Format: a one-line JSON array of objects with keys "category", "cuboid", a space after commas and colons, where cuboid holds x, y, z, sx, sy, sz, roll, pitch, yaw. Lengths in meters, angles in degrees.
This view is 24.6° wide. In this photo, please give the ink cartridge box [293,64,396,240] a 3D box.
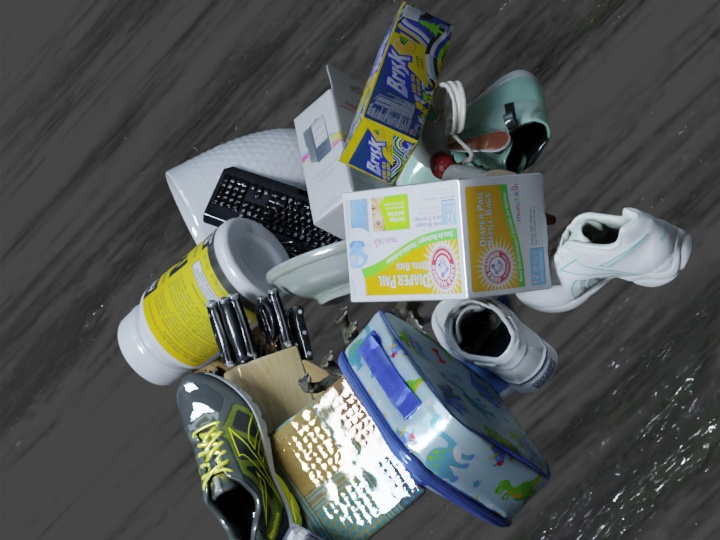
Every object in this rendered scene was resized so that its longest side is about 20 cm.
[{"category": "ink cartridge box", "cuboid": [-0.007, -0.125, 1.875, 0.067, 0.117, 0.201, -37, 46, 29]}]

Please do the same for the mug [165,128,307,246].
[{"category": "mug", "cuboid": [-0.129, -0.088, 2.028, 0.174, 0.149, 0.200, -27, -4, -9]}]

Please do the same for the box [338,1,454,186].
[{"category": "box", "cuboid": [0.039, -0.183, 1.687, 0.201, 0.064, 0.070, -71, 8, -45]}]

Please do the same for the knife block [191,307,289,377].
[{"category": "knife block", "cuboid": [-0.162, 0.107, 1.947, 0.199, 0.064, 0.177, 8, 66, 57]}]

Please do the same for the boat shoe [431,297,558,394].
[{"category": "boat shoe", "cuboid": [0.115, 0.054, 1.578, 0.074, 0.065, 0.200, -57, 29, -6]}]

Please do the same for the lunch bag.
[{"category": "lunch bag", "cuboid": [0.070, 0.130, 1.484, 0.083, 0.160, 0.200, -48, 37, 9]}]

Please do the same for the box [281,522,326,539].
[{"category": "box", "cuboid": [-0.051, 0.353, 1.530, 0.161, 0.049, 0.201, 18, 75, 50]}]

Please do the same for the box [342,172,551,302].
[{"category": "box", "cuboid": [0.080, -0.029, 1.574, 0.199, 0.101, 0.114, -4, 91, 57]}]

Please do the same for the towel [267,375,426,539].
[{"category": "towel", "cuboid": [-0.044, 0.217, 1.632, 0.200, 0.022, 0.147, -40, 73, 19]}]

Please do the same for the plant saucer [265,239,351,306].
[{"category": "plant saucer", "cuboid": [0.000, 0.000, 1.754, 0.199, 0.199, 0.051, -22, 81, 43]}]

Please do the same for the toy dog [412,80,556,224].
[{"category": "toy dog", "cuboid": [0.129, -0.089, 1.681, 0.132, 0.096, 0.201, -55, 45, 48]}]

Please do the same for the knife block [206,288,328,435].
[{"category": "knife block", "cuboid": [-0.106, 0.126, 1.715, 0.201, 0.175, 0.064, -64, 11, -17]}]

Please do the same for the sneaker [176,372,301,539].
[{"category": "sneaker", "cuboid": [-0.125, 0.187, 1.612, 0.074, 0.084, 0.201, -36, 75, 18]}]

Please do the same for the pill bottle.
[{"category": "pill bottle", "cuboid": [-0.176, 0.039, 1.855, 0.200, 0.114, 0.115, -38, 33, 29]}]

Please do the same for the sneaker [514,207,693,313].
[{"category": "sneaker", "cuboid": [0.209, -0.018, 1.532, 0.199, 0.080, 0.071, -21, 45, 46]}]

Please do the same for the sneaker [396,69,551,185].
[{"category": "sneaker", "cuboid": [0.119, -0.121, 1.767, 0.200, 0.074, 0.119, -41, 28, 19]}]

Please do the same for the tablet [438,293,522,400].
[{"category": "tablet", "cuboid": [0.086, 0.118, 1.633, 0.200, 0.014, 0.131, -39, 32, 23]}]

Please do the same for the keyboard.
[{"category": "keyboard", "cuboid": [-0.081, -0.052, 1.888, 0.040, 0.198, 0.105, 89, -160, -68]}]

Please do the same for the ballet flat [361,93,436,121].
[{"category": "ballet flat", "cuboid": [0.040, -0.171, 1.832, 0.073, 0.073, 0.200, -50, -12, 5]}]

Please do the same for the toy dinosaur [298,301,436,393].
[{"category": "toy dinosaur", "cuboid": [0.004, 0.104, 1.660, 0.201, 0.102, 0.077, -60, 21, -6]}]
